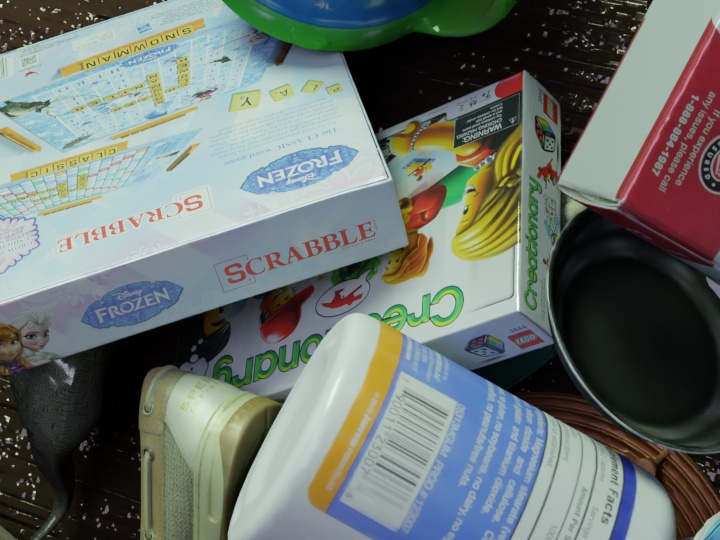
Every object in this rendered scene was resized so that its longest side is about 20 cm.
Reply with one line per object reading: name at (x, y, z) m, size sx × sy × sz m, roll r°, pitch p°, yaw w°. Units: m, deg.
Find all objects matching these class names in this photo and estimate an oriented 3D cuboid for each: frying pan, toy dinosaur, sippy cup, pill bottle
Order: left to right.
toy dinosaur at (-0.146, 0.040, 0.848) m, size 0.077 × 0.102 × 0.201 m, roll 24°, pitch 89°, yaw -17°
sippy cup at (-0.004, -0.186, 0.755) m, size 0.177 × 0.130 × 0.141 m, roll 6°, pitch 66°, yaw -10°
pill bottle at (0.056, 0.111, 0.697) m, size 0.199 × 0.112 × 0.113 m, roll 29°, pitch 92°, yaw -7°
frying pan at (0.156, 0.027, 0.725) m, size 0.031 × 0.189 × 0.116 m, roll -46°, pitch 46°, yaw 52°

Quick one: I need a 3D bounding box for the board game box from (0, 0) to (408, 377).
board game box at (-0.096, -0.054, 0.799) m, size 0.199 × 0.041 × 0.200 m, roll -18°, pitch 40°, yaw 0°

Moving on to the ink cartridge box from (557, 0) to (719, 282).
ink cartridge box at (0.203, -0.045, 0.682) m, size 0.199 × 0.083 × 0.146 m, roll 29°, pitch 91°, yaw -13°

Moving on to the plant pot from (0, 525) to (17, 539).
plant pot at (-0.254, 0.225, 0.829) m, size 0.174 × 0.199 × 0.200 m, roll -48°, pitch 66°, yaw 26°

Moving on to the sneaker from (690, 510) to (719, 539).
sneaker at (0.218, 0.109, 0.652) m, size 0.199 × 0.090 × 0.079 m, roll -6°, pitch 75°, yaw -12°

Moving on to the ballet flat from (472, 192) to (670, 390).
ballet flat at (0.080, 0.002, 0.792) m, size 0.199 × 0.067 × 0.063 m, roll -34°, pitch 30°, yaw 20°

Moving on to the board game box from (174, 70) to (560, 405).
board game box at (0.000, 0.000, 0.786) m, size 0.199 × 0.035 × 0.127 m, roll -21°, pitch 49°, yaw 33°

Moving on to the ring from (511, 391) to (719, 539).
ring at (0.078, 0.155, 0.782) m, size 0.199 × 0.019 × 0.202 m, roll -4°, pitch 79°, yaw 21°

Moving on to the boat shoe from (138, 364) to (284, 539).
boat shoe at (-0.078, 0.138, 0.788) m, size 0.063 × 0.073 × 0.202 m, roll 21°, pitch 123°, yaw 23°
